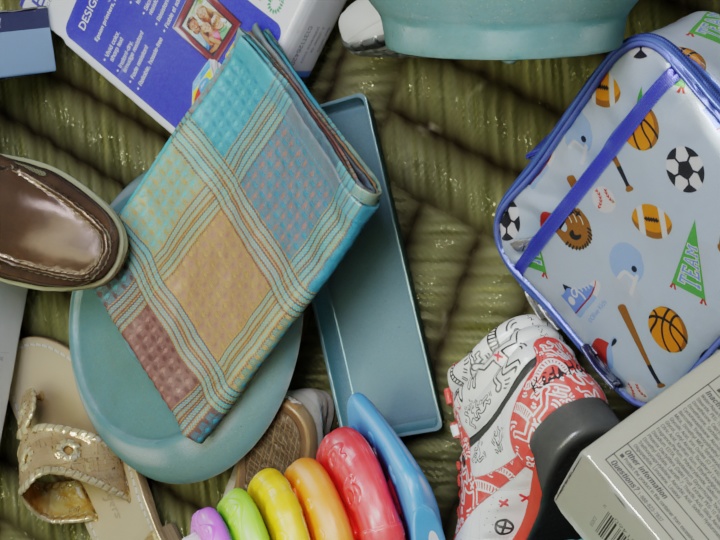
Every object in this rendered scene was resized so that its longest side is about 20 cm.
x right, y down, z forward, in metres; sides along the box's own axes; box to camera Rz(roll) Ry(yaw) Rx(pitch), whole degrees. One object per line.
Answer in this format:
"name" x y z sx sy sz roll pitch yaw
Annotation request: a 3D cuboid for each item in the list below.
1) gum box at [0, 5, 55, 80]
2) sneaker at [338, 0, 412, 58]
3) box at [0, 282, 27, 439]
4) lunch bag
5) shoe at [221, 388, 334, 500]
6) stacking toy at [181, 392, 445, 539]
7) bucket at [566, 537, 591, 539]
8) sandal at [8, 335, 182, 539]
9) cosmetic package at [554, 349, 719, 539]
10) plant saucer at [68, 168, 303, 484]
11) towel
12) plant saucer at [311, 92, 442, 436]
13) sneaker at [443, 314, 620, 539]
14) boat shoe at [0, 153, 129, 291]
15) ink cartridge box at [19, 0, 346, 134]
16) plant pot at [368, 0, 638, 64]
"gum box" -0.317 -0.124 1.434 0.200 0.170 0.045 -5 95 41
"sneaker" 0.069 -0.182 1.279 0.200 0.074 0.087 -30 74 22
"box" -0.293 0.034 1.482 0.124 0.097 0.201 11 92 30
"lunch bag" 0.156 -0.029 1.212 0.160 0.075 0.200 50 137 13
"shoe" -0.057 0.161 1.410 0.070 0.053 0.201 23 111 15
"stacking toy" -0.059 0.158 1.306 0.110 0.199 0.116 -126 26 -53
"bucket" 0.119 0.227 1.216 0.207 0.207 0.135 -19 64 31
"sandal" -0.179 0.134 1.464 0.078 0.070 0.212 -38 77 29
"cosmetic package" 0.206 0.085 1.152 0.104 0.200 0.073 51 158 16
"plant saucer" -0.114 0.027 1.401 0.200 0.027 0.201 -8 78 42
"towel" -0.078 -0.020 1.331 0.200 0.022 0.147 -53 57 27
"plant saucer" 0.000 0.000 1.369 0.070 0.019 0.201 -13 91 32
"sneaker" 0.081 0.118 1.316 0.108 0.067 0.202 61 143 39
"boat shoe" -0.236 -0.040 1.366 0.202 0.075 0.075 21 94 14
"ink cartridge box" -0.094 -0.190 1.381 0.200 0.047 0.198 41 116 30
"plant pot" 0.070 -0.174 1.141 0.200 0.200 0.135 6 105 30
